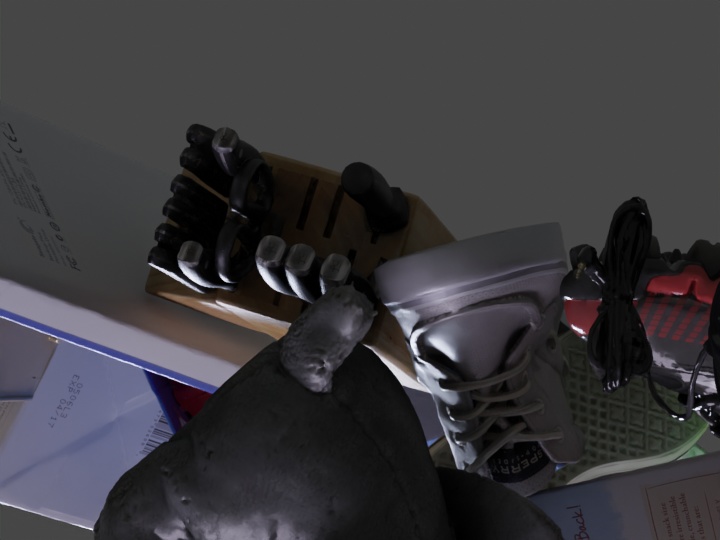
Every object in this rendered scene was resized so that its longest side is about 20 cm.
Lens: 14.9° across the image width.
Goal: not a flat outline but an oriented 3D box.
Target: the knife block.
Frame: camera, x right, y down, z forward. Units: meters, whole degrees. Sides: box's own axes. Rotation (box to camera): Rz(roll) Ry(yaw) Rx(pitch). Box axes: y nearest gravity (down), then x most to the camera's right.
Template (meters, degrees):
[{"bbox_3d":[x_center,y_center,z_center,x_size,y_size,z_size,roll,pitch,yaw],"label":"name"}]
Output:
[{"bbox_3d":[0.000,0.000,1.104,0.200,0.064,0.175,22,173,-32],"label":"knife block"}]

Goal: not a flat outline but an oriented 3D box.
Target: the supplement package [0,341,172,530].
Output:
[{"bbox_3d":[-0.178,0.032,1.431,0.120,0.122,0.200,22,-170,-46],"label":"supplement package"}]

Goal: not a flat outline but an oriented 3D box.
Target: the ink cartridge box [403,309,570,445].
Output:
[{"bbox_3d":[0.039,0.070,1.326,0.099,0.039,0.200,36,142,-29],"label":"ink cartridge box"}]

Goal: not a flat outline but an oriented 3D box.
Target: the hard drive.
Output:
[{"bbox_3d":[-0.116,-0.013,1.179,0.200,0.025,0.132,23,-152,-46],"label":"hard drive"}]

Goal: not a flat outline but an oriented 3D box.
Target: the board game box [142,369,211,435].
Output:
[{"bbox_3d":[-0.064,0.042,1.290,0.039,0.201,0.158,-25,180,9],"label":"board game box"}]

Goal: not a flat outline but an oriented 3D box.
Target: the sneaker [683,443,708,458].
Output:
[{"bbox_3d":[0.074,0.100,1.414,0.200,0.081,0.070,16,175,6],"label":"sneaker"}]

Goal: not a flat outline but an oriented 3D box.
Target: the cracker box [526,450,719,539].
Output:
[{"bbox_3d":[0.176,0.133,1.095,0.199,0.134,0.058,-12,173,5],"label":"cracker box"}]

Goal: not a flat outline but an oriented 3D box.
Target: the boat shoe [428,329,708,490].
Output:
[{"bbox_3d":[0.079,0.079,1.202,0.075,0.200,0.062,54,141,8],"label":"boat shoe"}]

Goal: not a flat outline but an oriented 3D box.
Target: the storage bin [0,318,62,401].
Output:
[{"bbox_3d":[-0.252,-0.030,1.246,0.200,0.094,0.198,27,-179,35],"label":"storage bin"}]

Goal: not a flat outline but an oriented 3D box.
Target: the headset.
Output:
[{"bbox_3d":[0.151,0.010,0.844,0.200,0.094,0.123,-10,158,43],"label":"headset"}]

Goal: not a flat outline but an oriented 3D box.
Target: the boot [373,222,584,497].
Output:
[{"bbox_3d":[0.057,0.039,1.061,0.073,0.096,0.200,-14,173,10],"label":"boot"}]

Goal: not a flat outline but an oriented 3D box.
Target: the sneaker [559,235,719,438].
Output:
[{"bbox_3d":[0.159,0.052,0.967,0.200,0.098,0.071,19,176,-5],"label":"sneaker"}]

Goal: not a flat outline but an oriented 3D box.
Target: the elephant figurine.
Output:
[{"bbox_3d":[0.009,0.124,1.038,0.200,0.141,0.155,50,-179,2],"label":"elephant figurine"}]
